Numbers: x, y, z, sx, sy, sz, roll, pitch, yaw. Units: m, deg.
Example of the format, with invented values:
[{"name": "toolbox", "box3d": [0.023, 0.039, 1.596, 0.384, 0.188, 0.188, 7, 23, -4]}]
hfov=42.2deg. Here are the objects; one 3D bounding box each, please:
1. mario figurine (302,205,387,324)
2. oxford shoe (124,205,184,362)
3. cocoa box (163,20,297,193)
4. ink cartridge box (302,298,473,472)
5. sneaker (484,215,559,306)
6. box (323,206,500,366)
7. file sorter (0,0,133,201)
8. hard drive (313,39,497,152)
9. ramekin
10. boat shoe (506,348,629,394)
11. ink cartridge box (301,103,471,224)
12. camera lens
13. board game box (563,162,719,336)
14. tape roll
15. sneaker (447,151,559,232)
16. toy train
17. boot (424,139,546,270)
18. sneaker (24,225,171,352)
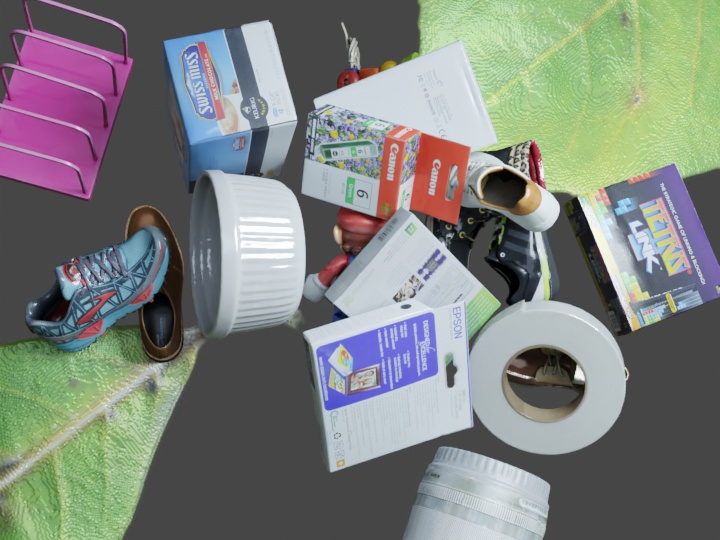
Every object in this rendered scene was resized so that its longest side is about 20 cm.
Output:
[{"name": "mario figurine", "box3d": [0.000, 0.000, 1.221, 0.123, 0.106, 0.201, 9, 86, -46]}, {"name": "oxford shoe", "box3d": [-0.252, 0.009, 1.158, 0.071, 0.071, 0.201, -10, 79, -11]}, {"name": "cocoa box", "box3d": [-0.166, -0.194, 1.150, 0.130, 0.200, 0.134, -13, 81, -13]}, {"name": "ink cartridge box", "box3d": [0.038, 0.136, 1.145, 0.199, 0.043, 0.199, -14, 121, -14]}, {"name": "sneaker", "box3d": [0.204, -0.040, 1.258, 0.082, 0.072, 0.201, -16, 82, -13]}, {"name": "box", "box3d": [0.068, 0.036, 1.161, 0.144, 0.036, 0.200, -48, 122, -1]}, {"name": "file sorter", "box3d": [-0.378, -0.213, 1.151, 0.138, 0.125, 0.201, 15, 75, -8]}, {"name": "hard drive", "box3d": [0.056, -0.189, 1.173, 0.199, 0.025, 0.133, -18, 103, 18]}, {"name": "ramekin", "box3d": [-0.138, -0.020, 1.126, 0.104, 0.200, 0.202, -1, 78, -21]}, {"name": "boat shoe", "box3d": [0.261, 0.121, 1.234, 0.199, 0.072, 0.076, 8, 76, -9]}, {"name": "ink cartridge box", "box3d": [0.027, -0.123, 1.141, 0.199, 0.110, 0.050, 19, 30, 21]}, {"name": "camera lens", "box3d": [0.131, 0.331, 1.117, 0.159, 0.160, 0.201, 22, 75, -6]}, {"name": "board game box", "box3d": [0.398, -0.030, 1.303, 0.164, 0.057, 0.201, -20, 83, -13]}, {"name": "tape roll", "box3d": [0.234, 0.136, 1.184, 0.201, 0.037, 0.204, 5, 110, 13]}, {"name": "sneaker", "box3d": [0.150, -0.115, 1.147, 0.085, 0.200, 0.073, 30, 88, -47]}, {"name": "toy train", "box3d": [0.035, -0.259, 1.238, 0.115, 0.084, 0.201, -17, 78, 31]}, {"name": "boot", "box3d": [0.165, -0.073, 1.220, 0.150, 0.073, 0.201, -10, 69, 30]}, {"name": "sneaker", "box3d": [-0.309, 0.018, 1.093, 0.200, 0.095, 0.079, -42, 55, 7]}]
